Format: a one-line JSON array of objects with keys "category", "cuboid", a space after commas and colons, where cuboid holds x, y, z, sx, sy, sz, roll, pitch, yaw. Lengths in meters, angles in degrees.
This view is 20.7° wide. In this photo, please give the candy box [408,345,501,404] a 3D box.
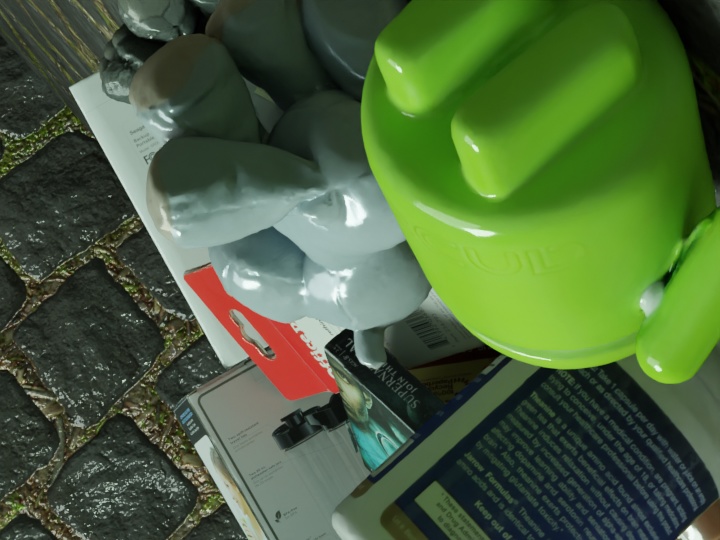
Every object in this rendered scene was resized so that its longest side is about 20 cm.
[{"category": "candy box", "cuboid": [0.103, 0.104, 1.261, 0.200, 0.115, 0.055, 57, -151, -58]}]

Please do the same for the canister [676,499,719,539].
[{"category": "canister", "cuboid": [0.180, 0.140, 1.026, 0.200, 0.087, 0.149, 51, 153, -2]}]

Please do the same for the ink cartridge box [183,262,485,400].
[{"category": "ink cartridge box", "cuboid": [0.000, 0.000, 1.164, 0.200, 0.067, 0.116, -20, 115, 46]}]

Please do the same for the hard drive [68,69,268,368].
[{"category": "hard drive", "cuboid": [-0.075, -0.058, 1.233, 0.200, 0.132, 0.027, 61, 177, -8]}]

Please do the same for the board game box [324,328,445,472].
[{"category": "board game box", "cuboid": [0.061, 0.129, 1.105, 0.200, 0.028, 0.135, 41, 161, 34]}]

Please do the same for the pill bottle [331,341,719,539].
[{"category": "pill bottle", "cuboid": [0.094, 0.082, 0.864, 0.111, 0.200, 0.111, 48, 173, 7]}]

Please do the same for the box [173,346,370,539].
[{"category": "box", "cuboid": [-0.019, 0.142, 1.258, 0.200, 0.117, 0.060, 59, 162, 3]}]

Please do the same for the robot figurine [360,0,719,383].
[{"category": "robot figurine", "cuboid": [0.069, -0.037, 0.722, 0.175, 0.116, 0.200, 46, 173, 30]}]

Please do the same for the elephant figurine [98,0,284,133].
[{"category": "elephant figurine", "cuboid": [-0.076, -0.140, 1.145, 0.141, 0.156, 0.200, 6, -170, -5]}]

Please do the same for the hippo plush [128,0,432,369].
[{"category": "hippo plush", "cuboid": [-0.008, -0.050, 0.992, 0.200, 0.160, 0.161, 6, 155, 11]}]
